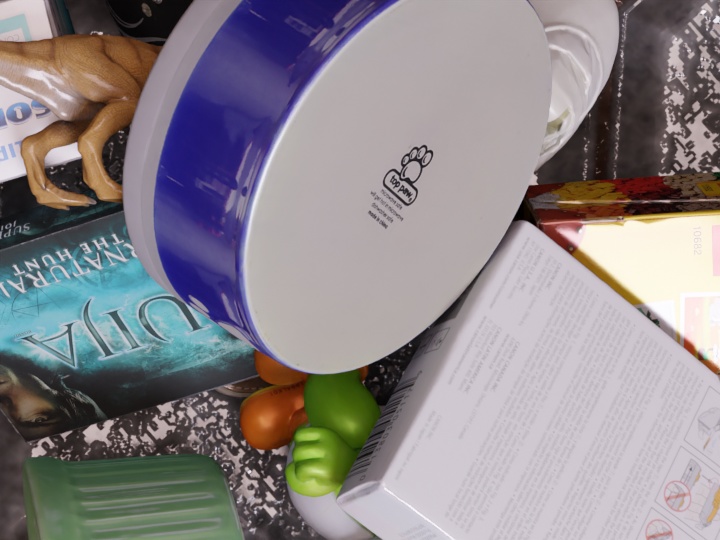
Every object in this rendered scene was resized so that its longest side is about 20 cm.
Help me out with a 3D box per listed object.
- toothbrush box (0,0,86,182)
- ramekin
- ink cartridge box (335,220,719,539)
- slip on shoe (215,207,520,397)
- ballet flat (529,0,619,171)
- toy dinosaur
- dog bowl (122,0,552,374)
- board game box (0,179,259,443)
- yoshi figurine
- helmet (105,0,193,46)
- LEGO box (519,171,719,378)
[{"bbox_3d":[-0.210,-0.085,1.243,0.146,0.200,0.085,-16,101,-2],"label":"toothbrush box"},{"bbox_3d":[-0.106,0.185,1.251,0.098,0.200,0.200,-8,89,-10],"label":"ramekin"},{"bbox_3d":[0.107,0.099,1.198,0.200,0.057,0.163,40,60,-17],"label":"ink cartridge box"},{"bbox_3d":[0.000,0.000,1.323,0.200,0.061,0.076,-28,90,-3],"label":"slip on shoe"},{"bbox_3d":[0.071,-0.069,1.264,0.069,0.069,0.200,45,78,-1],"label":"ballet flat"},{"bbox_3d":[-0.130,-0.083,1.129,0.200,0.060,0.106,4,84,-29],"label":"toy dinosaur"},{"bbox_3d":[-0.007,-0.057,1.127,0.079,0.200,0.200,33,87,33],"label":"dog bowl"},{"bbox_3d":[-0.110,0.013,1.268,0.200,0.028,0.135,-17,132,15],"label":"board game box"},{"bbox_3d":[-0.016,0.127,1.215,0.112,0.112,0.200,-39,54,20],"label":"yoshi figurine"},{"bbox_3d":[-0.043,-0.165,1.263,0.200,0.191,0.200,-11,118,-22],"label":"helmet"},{"bbox_3d":[0.163,0.055,1.296,0.149,0.077,0.200,-4,104,-3],"label":"LEGO box"}]
